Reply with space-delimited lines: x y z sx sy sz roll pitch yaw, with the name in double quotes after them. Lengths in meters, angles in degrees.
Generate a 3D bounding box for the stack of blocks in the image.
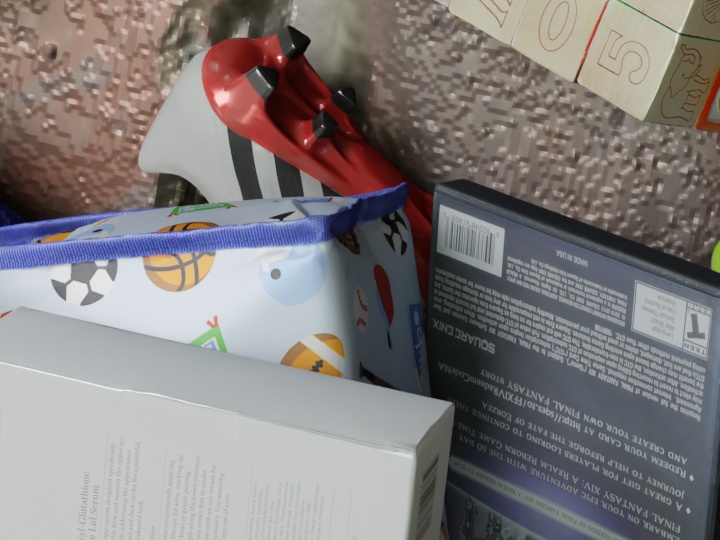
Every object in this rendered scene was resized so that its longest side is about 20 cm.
0.065 -0.112 0.854 0.200 0.115 0.059 35 111 37 "stack of blocks"

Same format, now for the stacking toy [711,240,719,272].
0.161 0.008 0.921 0.115 0.110 0.201 20 118 -4 "stacking toy"

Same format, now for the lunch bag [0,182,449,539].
-0.076 0.063 0.906 0.198 0.124 0.171 -7 94 18 "lunch bag"

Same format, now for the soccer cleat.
0.000 0.000 0.968 0.200 0.069 0.085 47 127 -6 "soccer cleat"

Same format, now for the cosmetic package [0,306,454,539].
-0.057 0.125 0.821 0.150 0.052 0.202 11 110 14 "cosmetic package"

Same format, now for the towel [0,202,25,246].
-0.242 0.003 0.971 0.200 0.050 0.148 -45 90 -1 "towel"

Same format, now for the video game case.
0.070 0.083 0.884 0.142 0.019 0.202 23 117 46 "video game case"
